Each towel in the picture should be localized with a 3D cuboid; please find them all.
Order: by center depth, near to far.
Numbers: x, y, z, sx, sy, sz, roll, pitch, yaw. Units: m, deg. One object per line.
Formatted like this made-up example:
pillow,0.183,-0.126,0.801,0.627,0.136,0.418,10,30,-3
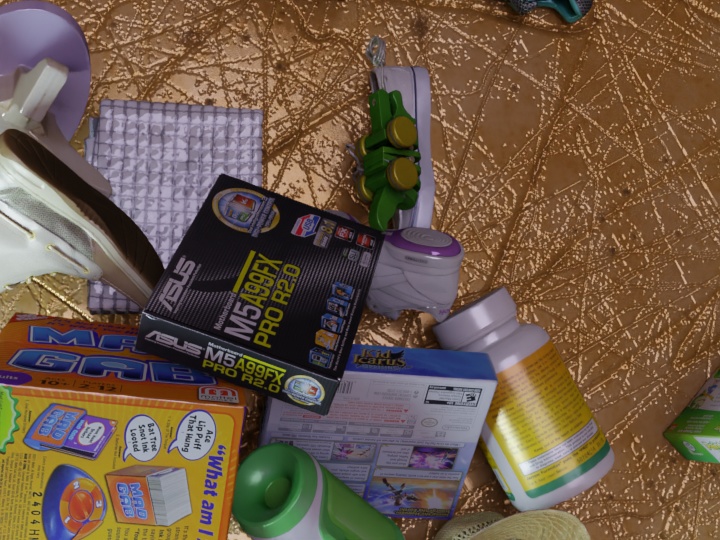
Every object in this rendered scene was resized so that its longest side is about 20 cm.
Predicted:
towel,-0.178,-0.057,0.958,0.165,0.086,0.200,1,83,-10

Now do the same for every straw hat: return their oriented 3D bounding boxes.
straw hat,0.113,0.279,0.959,0.201,0.085,0.201,-12,122,-20

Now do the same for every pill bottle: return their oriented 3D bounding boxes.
pill bottle,0.153,0.123,0.983,0.113,0.113,0.200,-29,88,-14

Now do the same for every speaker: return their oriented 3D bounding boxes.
speaker,-0.030,0.225,0.880,0.088,0.088,0.200,-55,136,-14

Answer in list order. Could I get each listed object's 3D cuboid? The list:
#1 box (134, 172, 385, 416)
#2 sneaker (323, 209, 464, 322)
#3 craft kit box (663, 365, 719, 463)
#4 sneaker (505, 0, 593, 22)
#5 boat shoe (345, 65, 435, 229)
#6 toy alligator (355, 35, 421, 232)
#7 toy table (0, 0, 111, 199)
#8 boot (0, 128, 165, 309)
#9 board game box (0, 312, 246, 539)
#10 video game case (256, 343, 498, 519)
box,-0.075,0.013,0.835,0.160,0.044,0.200,21,39,-2
sneaker,0.000,0.000,0.970,0.200,0.075,0.100,13,121,23
craft kit box,0.421,0.108,0.996,0.197,0.200,0.049,-43,93,-14
sneaker,0.169,-0.321,1.075,0.200,0.078,0.091,10,84,-9
boat shoe,0.026,-0.114,1.012,0.086,0.075,0.202,2,79,-12
toy alligator,0.033,-0.127,0.960,0.054,0.059,0.200,14,68,-37
toy table,-0.306,-0.124,0.873,0.184,0.117,0.200,13,122,-25
boot,-0.275,-0.005,0.853,0.155,0.072,0.200,-37,122,11
board game box,-0.209,0.164,0.829,0.200,0.200,0.200,7,100,-11
video game case,0.007,0.150,0.928,0.200,0.045,0.181,5,124,-11
